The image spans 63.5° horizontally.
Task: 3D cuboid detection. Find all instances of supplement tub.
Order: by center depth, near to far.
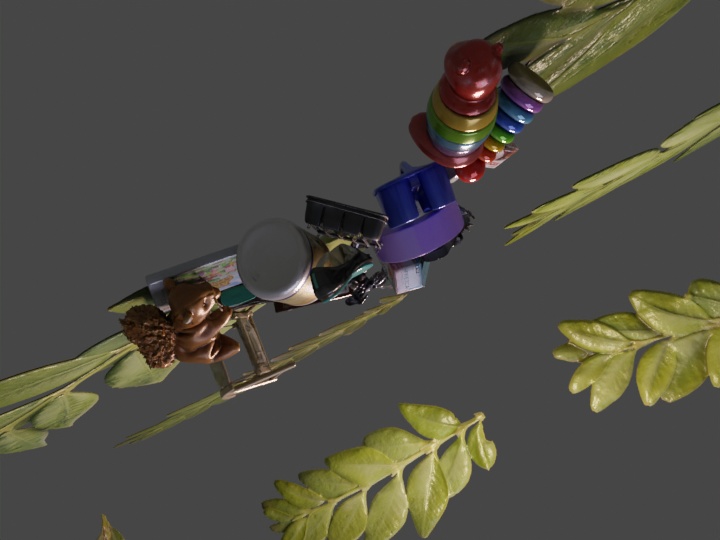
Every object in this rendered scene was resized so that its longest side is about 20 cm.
[{"bbox_3d":[-0.133,-0.010,1.103,0.142,0.147,0.200,-27,167,10],"label":"supplement tub"}]

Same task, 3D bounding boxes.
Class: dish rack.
[{"bbox_3d":[-0.023,-0.082,1.095,0.150,0.056,0.200,16,177,6],"label":"dish rack"}]

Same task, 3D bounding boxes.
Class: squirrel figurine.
[{"bbox_3d":[-0.335,0.099,1.077,0.196,0.144,0.188,-23,160,-17],"label":"squirrel figurine"}]

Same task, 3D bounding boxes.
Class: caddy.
[{"bbox_3d":[0.095,-0.150,1.074,0.139,0.107,0.200,-22,-177,0],"label":"caddy"}]

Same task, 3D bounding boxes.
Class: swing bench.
[{"bbox_3d":[-0.299,0.193,1.442,0.197,0.203,0.129,-14,163,-39],"label":"swing bench"}]

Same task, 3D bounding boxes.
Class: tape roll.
[{"bbox_3d":[0.116,-0.094,1.226,0.196,0.067,0.201,-22,-162,8],"label":"tape roll"}]

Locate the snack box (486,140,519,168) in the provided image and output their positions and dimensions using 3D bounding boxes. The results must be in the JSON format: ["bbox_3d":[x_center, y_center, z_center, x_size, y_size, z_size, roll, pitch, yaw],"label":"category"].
[{"bbox_3d":[0.257,-0.246,1.203,0.071,0.025,0.198,-36,164,35],"label":"snack box"}]

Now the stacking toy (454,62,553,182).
[{"bbox_3d":[0.221,-0.232,0.955,0.084,0.086,0.201,-10,145,-48],"label":"stacking toy"}]

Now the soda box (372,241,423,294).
[{"bbox_3d":[0.080,-0.032,1.318,0.067,0.201,0.065,-15,124,-6],"label":"soda box"}]

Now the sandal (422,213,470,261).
[{"bbox_3d":[0.181,-0.064,1.233,0.075,0.044,0.200,-11,-157,37],"label":"sandal"}]

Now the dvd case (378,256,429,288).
[{"bbox_3d":[0.109,-0.031,1.385,0.022,0.150,0.199,18,170,-25],"label":"dvd case"}]

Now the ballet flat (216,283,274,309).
[{"bbox_3d":[-0.232,0.046,1.327,0.195,0.070,0.068,-9,172,-21],"label":"ballet flat"}]

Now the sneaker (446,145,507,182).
[{"bbox_3d":[0.220,-0.226,1.077,0.083,0.077,0.200,-2,156,-30],"label":"sneaker"}]

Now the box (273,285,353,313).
[{"bbox_3d":[-0.119,0.047,1.400,0.099,0.077,0.198,-11,175,-45],"label":"box"}]

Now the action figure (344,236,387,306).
[{"bbox_3d":[0.000,0.000,1.251,0.101,0.120,0.201,-36,-168,16],"label":"action figure"}]

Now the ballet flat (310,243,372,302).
[{"bbox_3d":[-0.033,-0.009,1.047,0.067,0.069,0.200,-30,-177,25],"label":"ballet flat"}]

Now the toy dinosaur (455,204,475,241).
[{"bbox_3d":[0.194,-0.138,1.399,0.104,0.201,0.182,-36,127,6],"label":"toy dinosaur"}]

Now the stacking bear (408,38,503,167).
[{"bbox_3d":[0.147,-0.246,0.831,0.119,0.116,0.201,-23,162,-9],"label":"stacking bear"}]

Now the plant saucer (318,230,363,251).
[{"bbox_3d":[-0.063,-0.050,1.334,0.196,0.032,0.200,-24,167,-6],"label":"plant saucer"}]

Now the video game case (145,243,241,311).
[{"bbox_3d":[-0.311,0.017,1.139,0.196,0.022,0.182,-22,166,-20],"label":"video game case"}]
